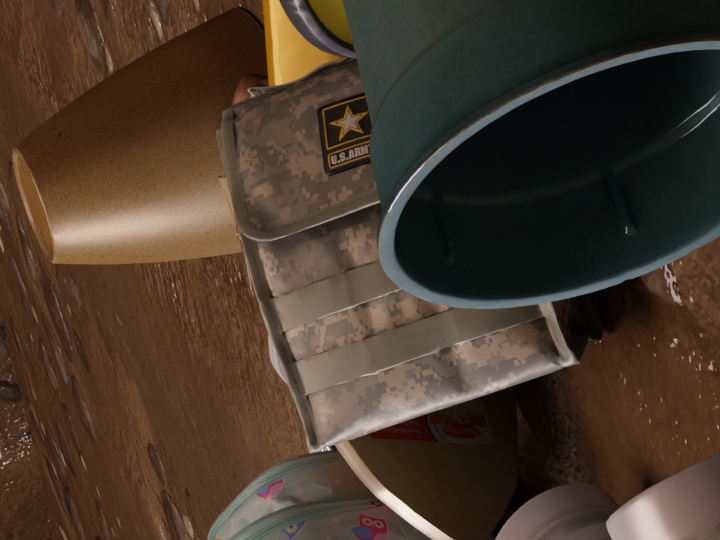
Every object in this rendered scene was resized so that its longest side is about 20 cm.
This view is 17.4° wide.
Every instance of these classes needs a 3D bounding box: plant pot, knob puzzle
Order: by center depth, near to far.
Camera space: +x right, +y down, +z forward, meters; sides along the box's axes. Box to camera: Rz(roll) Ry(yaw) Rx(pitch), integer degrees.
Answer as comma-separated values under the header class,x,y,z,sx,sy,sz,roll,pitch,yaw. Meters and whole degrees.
class,x,y,z,sx,sy,sz,roll,pitch,yaw
plant pot,0.075,-0.119,1.018,0.200,0.199,0.197,101,154,-61
knob puzzle,0.026,0.082,1.424,0.030,0.219,0.220,-33,73,32
plant pot,-0.157,-0.081,1.790,0.186,0.199,0.187,160,90,-75

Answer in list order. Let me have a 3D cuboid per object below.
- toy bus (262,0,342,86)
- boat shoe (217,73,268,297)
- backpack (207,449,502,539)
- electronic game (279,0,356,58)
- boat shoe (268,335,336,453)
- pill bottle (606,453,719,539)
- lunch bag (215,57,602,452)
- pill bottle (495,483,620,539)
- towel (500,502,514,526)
class,x,y,z,sx,sy,sz,roll,pitch,yaw
toy bus,-0.016,-0.143,1.387,0.065,0.078,0.201,5,111,24
boat shoe,-0.062,-0.062,1.695,0.074,0.076,0.201,31,138,24
backpack,-0.017,0.199,1.448,0.176,0.199,0.154,-46,64,40
electronic game,0.011,-0.202,1.135,0.041,0.200,0.201,14,130,30
boat shoe,-0.016,0.093,1.765,0.065,0.074,0.203,43,154,46
pill bottle,0.195,0.189,1.090,0.114,0.114,0.201,111,137,-67
lunch bag,0.023,-0.025,1.281,0.118,0.163,0.201,-26,-82,-74
pill bottle,0.151,0.207,1.262,0.200,0.112,0.113,-128,24,-48
towel,0.055,0.189,1.623,0.166,0.085,0.200,68,163,2
